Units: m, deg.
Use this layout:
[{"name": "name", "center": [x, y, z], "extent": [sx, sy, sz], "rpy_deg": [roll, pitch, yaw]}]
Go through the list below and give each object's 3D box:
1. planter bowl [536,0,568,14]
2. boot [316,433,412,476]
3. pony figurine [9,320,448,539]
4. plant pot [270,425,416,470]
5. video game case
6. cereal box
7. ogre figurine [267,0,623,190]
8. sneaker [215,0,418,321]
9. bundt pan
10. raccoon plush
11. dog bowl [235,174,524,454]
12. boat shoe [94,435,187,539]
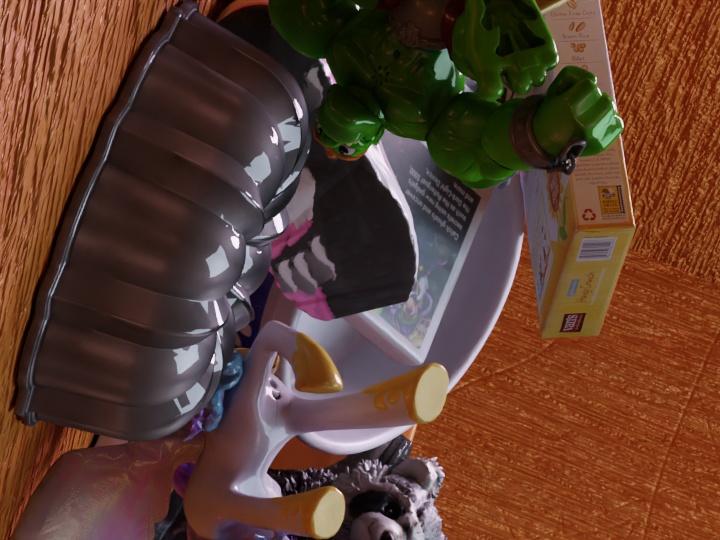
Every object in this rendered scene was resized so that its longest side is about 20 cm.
[{"name": "planter bowl", "center": [0.048, -0.229, 1.520], "extent": [0.083, 0.200, 0.201], "rpy_deg": [18, -95, 58]}, {"name": "boot", "center": [-0.065, 0.132, 1.796], "extent": [0.200, 0.131, 0.068], "rpy_deg": [-50, 176, 39]}, {"name": "pony figurine", "center": [-0.064, 0.104, 1.432], "extent": [0.166, 0.199, 0.194], "rpy_deg": [15, 90, -43]}, {"name": "plant pot", "center": [-0.031, 0.082, 2.011], "extent": [0.200, 0.139, 0.201], "rpy_deg": [18, 90, -85]}, {"name": "video game case", "center": [0.002, -0.076, 1.571], "extent": [0.200, 0.023, 0.183], "rpy_deg": [40, 64, -41]}, {"name": "cereal box", "center": [0.116, -0.081, 1.688], "extent": [0.144, 0.039, 0.201], "rpy_deg": [99, -13, -65]}, {"name": "ogre figurine", "center": [0.024, -0.103, 1.333], "extent": [0.120, 0.199, 0.099], "rpy_deg": [110, 3, -64]}, {"name": "sneaker", "center": [-0.016, -0.069, 1.483], "extent": [0.087, 0.080, 0.201], "rpy_deg": [-79, 159, -50]}, {"name": "bundt pan", "center": [-0.080, -0.012, 1.313], "extent": [0.202, 0.075, 0.203], "rpy_deg": [23, 90, -86]}, {"name": "raccoon plush", "center": [-0.034, 0.131, 1.717], "extent": [0.200, 0.133, 0.097], "rpy_deg": [-135, -143, -57]}, {"name": "dog bowl", "center": [0.000, 0.000, 1.698], "extent": [0.200, 0.079, 0.201], "rpy_deg": [-33, 139, -34]}, {"name": "boat shoe", "center": [-0.127, 0.181, 1.606], "extent": [0.071, 0.090, 0.201], "rpy_deg": [-38, 149, -83]}]
